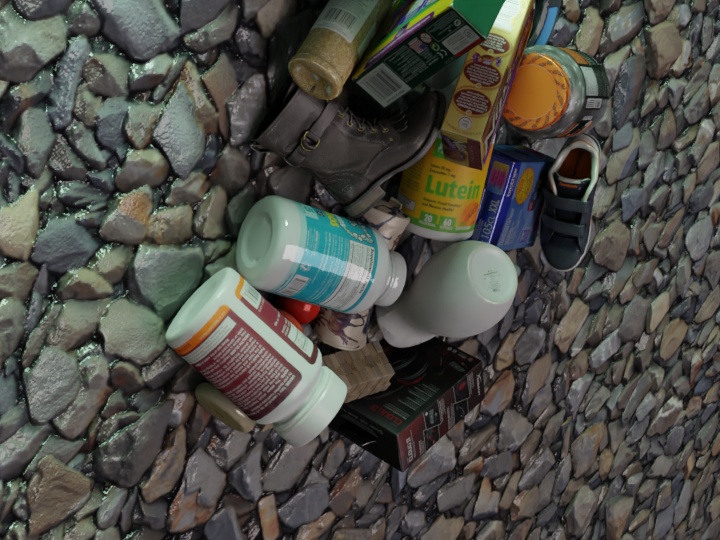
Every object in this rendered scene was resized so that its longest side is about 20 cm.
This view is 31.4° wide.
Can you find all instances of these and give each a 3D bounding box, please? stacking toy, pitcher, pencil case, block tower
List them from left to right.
[{"bbox_3d":[-0.117,0.096,1.578,0.201,0.085,0.086,-56,143,-19],"label":"stacking toy"},{"bbox_3d":[-0.048,0.147,1.664,0.198,0.054,0.058,-15,155,-34],"label":"block tower"},{"bbox_3d":[0.000,0.000,1.656,0.202,0.077,0.089,-70,164,9],"label":"pencil case"},{"bbox_3d":[0.138,0.030,1.726,0.170,0.200,0.122,-15,80,-35],"label":"pitcher"}]

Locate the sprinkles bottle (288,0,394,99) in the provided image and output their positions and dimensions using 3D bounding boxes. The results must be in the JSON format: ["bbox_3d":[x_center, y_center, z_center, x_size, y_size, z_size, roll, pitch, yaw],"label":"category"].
[{"bbox_3d":[-0.009,-0.289,1.451,0.201,0.068,0.068,-60,145,-24],"label":"sprinkles bottle"}]

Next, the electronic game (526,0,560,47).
[{"bbox_3d":[0.208,-0.351,1.729,0.199,0.041,0.202,-28,130,-38],"label":"electronic game"}]

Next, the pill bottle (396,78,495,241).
[{"bbox_3d":[0.115,-0.150,1.677,0.110,0.111,0.202,-10,119,-47],"label":"pill bottle"}]

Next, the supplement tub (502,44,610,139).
[{"bbox_3d":[0.255,-0.238,1.713,0.200,0.122,0.124,-15,124,-64],"label":"supplement tub"}]

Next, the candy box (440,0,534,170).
[{"bbox_3d":[0.154,-0.235,1.547,0.117,0.056,0.202,65,43,-76],"label":"candy box"}]

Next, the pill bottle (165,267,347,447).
[{"bbox_3d":[-0.117,0.103,1.472,0.200,0.114,0.114,44,73,-15],"label":"pill bottle"}]

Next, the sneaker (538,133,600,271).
[{"bbox_3d":[0.295,-0.096,1.822,0.079,0.078,0.203,-22,120,-74],"label":"sneaker"}]

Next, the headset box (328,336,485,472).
[{"bbox_3d":[0.054,0.177,1.767,0.199,0.148,0.076,-36,135,-31],"label":"headset box"}]

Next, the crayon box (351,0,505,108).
[{"bbox_3d":[0.093,-0.289,1.401,0.058,0.199,0.174,38,59,-17],"label":"crayon box"}]

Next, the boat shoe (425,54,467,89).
[{"bbox_3d":[0.103,-0.322,1.572,0.071,0.090,0.202,35,79,-58],"label":"boat shoe"}]

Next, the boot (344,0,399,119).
[{"bbox_3d":[0.046,-0.232,1.588,0.131,0.067,0.201,-48,142,-28],"label":"boot"}]

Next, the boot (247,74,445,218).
[{"bbox_3d":[-0.013,-0.174,1.489,0.174,0.069,0.200,41,90,-24],"label":"boot"}]

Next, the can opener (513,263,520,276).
[{"bbox_3d":[0.186,0.020,1.844,0.067,0.053,0.200,-47,175,-4],"label":"can opener"}]

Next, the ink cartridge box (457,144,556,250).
[{"bbox_3d":[0.195,-0.102,1.809,0.199,0.076,0.138,-8,117,-57],"label":"ink cartridge box"}]

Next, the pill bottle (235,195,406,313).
[{"bbox_3d":[-0.042,-0.013,1.529,0.198,0.111,0.112,17,98,-35],"label":"pill bottle"}]
